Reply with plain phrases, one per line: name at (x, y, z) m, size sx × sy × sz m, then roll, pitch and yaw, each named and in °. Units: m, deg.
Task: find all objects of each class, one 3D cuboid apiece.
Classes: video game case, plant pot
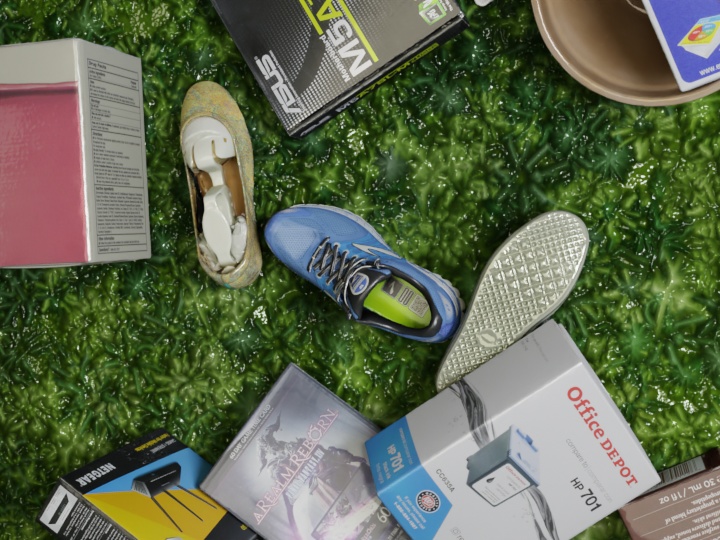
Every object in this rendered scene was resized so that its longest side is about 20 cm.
video game case at (-0.027, 0.200, 1.018) m, size 0.200 × 0.019 × 0.143 m, roll 36°, pitch 81°, yaw 4°
plant pot at (0.245, -0.242, 0.909) m, size 0.200 × 0.093 × 0.202 m, roll 7°, pitch 113°, yaw 17°

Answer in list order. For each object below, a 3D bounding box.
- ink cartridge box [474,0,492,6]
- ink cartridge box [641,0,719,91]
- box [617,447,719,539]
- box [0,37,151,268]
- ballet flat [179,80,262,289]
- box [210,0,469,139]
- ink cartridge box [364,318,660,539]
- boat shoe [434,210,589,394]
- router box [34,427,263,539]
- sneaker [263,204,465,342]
ink cartridge box at (0.100, -0.347, 0.965) m, size 0.115 × 0.068 × 0.201 m, roll -29°, pitch 86°, yaw 14°
ink cartridge box at (0.288, -0.256, 0.799) m, size 0.197 × 0.047 × 0.201 m, roll -18°, pitch 104°, yaw 35°
box at (0.303, 0.266, 0.944) m, size 0.100 × 0.075 × 0.201 m, roll -26°, pitch 88°, yaw 13°
box at (-0.275, -0.105, 1.039) m, size 0.108 × 0.128 × 0.201 m, roll -3°, pitch 91°, yaw 15°
ballet flat at (-0.134, -0.081, 1.038) m, size 0.070 × 0.071 × 0.201 m, roll -10°, pitch 90°, yaw 14°
box at (-0.032, -0.255, 1.013) m, size 0.193 × 0.048 × 0.201 m, roll -31°, pitch 84°, yaw 12°
ink cartridge box at (0.127, 0.162, 0.941) m, size 0.200 × 0.086 × 0.147 m, roll -34°, pitch 112°, yaw 9°
boat shoe at (0.132, 0.033, 0.978) m, size 0.074 × 0.062 × 0.201 m, roll 32°, pitch 104°, yaw 9°
router box at (-0.174, 0.221, 0.994) m, size 0.149 × 0.200 × 0.051 m, roll 35°, pitch 102°, yaw 9°
sneaker at (0.000, 0.000, 0.996) m, size 0.199 × 0.089 × 0.079 m, roll 28°, pitch 98°, yaw 11°
